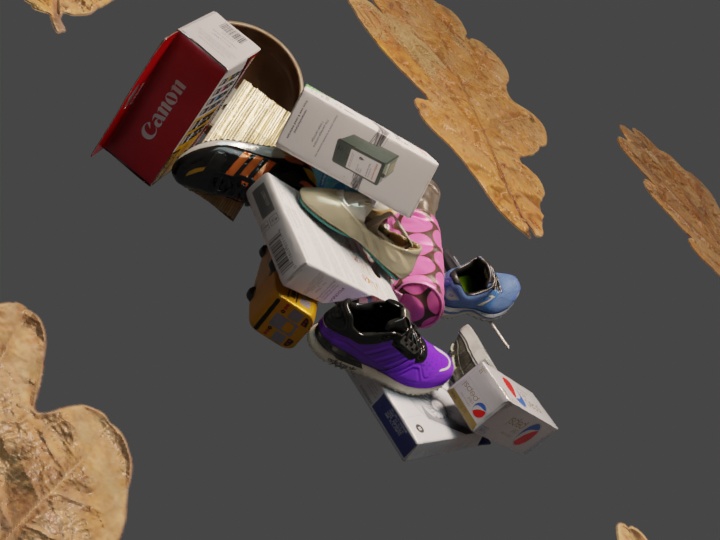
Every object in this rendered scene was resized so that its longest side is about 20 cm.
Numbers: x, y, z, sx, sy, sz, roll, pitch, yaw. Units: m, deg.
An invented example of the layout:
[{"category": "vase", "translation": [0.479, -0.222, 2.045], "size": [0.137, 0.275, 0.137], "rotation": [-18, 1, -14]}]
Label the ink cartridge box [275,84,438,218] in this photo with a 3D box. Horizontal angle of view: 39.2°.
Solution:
[{"category": "ink cartridge box", "translation": [-0.005, -0.160, 1.339], "size": [0.199, 0.085, 0.146], "rotation": [28, 10, -8]}]

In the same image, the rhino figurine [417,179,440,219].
[{"category": "rhino figurine", "translation": [0.093, -0.107, 1.714], "size": [0.087, 0.060, 0.201], "rotation": [38, 29, -13]}]

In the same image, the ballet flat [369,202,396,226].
[{"category": "ballet flat", "translation": [0.015, -0.136, 1.648], "size": [0.200, 0.068, 0.063], "rotation": [54, -14, 35]}]

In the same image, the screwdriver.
[{"category": "screwdriver", "translation": [0.185, 0.045, 1.643], "size": [0.201, 0.028, 0.029], "rotation": [58, 3, 28]}]

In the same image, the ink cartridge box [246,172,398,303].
[{"category": "ink cartridge box", "translation": [-0.047, -0.023, 1.305], "size": [0.200, 0.057, 0.163], "rotation": [33, 24, -49]}]

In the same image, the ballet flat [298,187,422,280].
[{"category": "ballet flat", "translation": [0.007, -0.064, 1.332], "size": [0.200, 0.069, 0.070], "rotation": [37, 25, -30]}]

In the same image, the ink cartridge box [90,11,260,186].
[{"category": "ink cartridge box", "translation": [-0.238, -0.217, 1.308], "size": [0.084, 0.200, 0.176], "rotation": [38, 27, -4]}]

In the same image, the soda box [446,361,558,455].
[{"category": "soda box", "translation": [0.190, 0.185, 1.332], "size": [0.068, 0.064, 0.200], "rotation": [57, 12, 31]}]

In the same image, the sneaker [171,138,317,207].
[{"category": "sneaker", "translation": [-0.148, -0.118, 1.346], "size": [0.198, 0.070, 0.091], "rotation": [0, 50, -25]}]

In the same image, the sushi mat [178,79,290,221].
[{"category": "sushi mat", "translation": [-0.170, -0.172, 1.418], "size": [0.095, 0.012, 0.201], "rotation": [33, 62, -9]}]

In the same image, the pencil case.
[{"category": "pencil case", "translation": [0.076, -0.007, 1.516], "size": [0.093, 0.091, 0.201], "rotation": [28, 32, -21]}]

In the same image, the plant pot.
[{"category": "plant pot", "translation": [-0.191, -0.265, 1.515], "size": [0.199, 0.093, 0.203], "rotation": [7, 65, -16]}]

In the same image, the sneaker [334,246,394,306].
[{"category": "sneaker", "translation": [0.000, 0.000, 1.414], "size": [0.086, 0.075, 0.201], "rotation": [14, 39, -28]}]

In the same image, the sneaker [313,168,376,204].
[{"category": "sneaker", "translation": [-0.007, -0.119, 1.526], "size": [0.130, 0.080, 0.200], "rotation": [22, 4, -38]}]

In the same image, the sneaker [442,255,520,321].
[{"category": "sneaker", "translation": [0.191, 0.027, 1.582], "size": [0.199, 0.089, 0.079], "rotation": [-4, 59, -45]}]

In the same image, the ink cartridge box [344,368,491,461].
[{"category": "ink cartridge box", "translation": [0.076, 0.150, 1.330], "size": [0.199, 0.041, 0.200], "rotation": [2, 46, -50]}]

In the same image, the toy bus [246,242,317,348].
[{"category": "toy bus", "translation": [-0.093, 0.008, 1.304], "size": [0.078, 0.065, 0.201], "rotation": [32, 28, -15]}]

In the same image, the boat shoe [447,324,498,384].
[{"category": "boat shoe", "translation": [0.147, 0.126, 1.419], "size": [0.071, 0.063, 0.200], "rotation": [59, 4, -2]}]

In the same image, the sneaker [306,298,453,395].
[{"category": "sneaker", "translation": [0.043, 0.086, 1.234], "size": [0.198, 0.100, 0.070], "rotation": [18, 39, -24]}]
